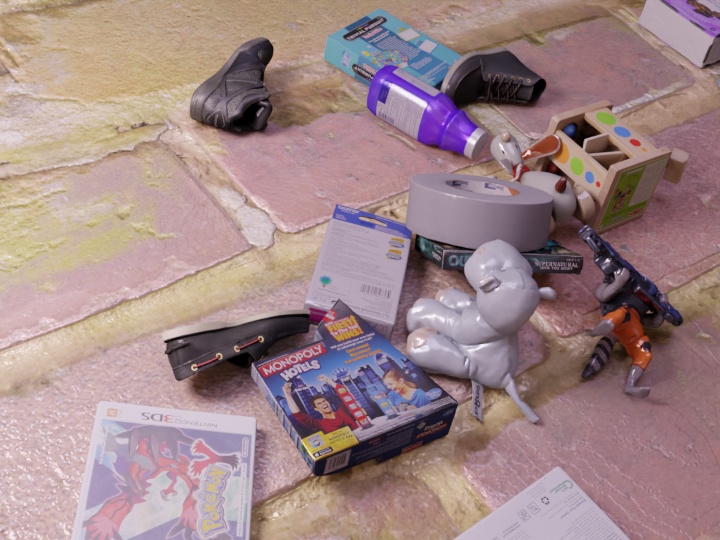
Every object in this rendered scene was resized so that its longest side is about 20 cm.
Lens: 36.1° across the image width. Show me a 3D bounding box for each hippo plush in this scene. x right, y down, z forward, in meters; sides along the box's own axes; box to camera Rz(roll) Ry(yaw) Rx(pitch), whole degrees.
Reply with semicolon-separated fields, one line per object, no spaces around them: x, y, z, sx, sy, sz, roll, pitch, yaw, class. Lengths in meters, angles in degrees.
0.143;0.055;1.350;0.156;0.162;0.202;3;43;-13;hippo plush

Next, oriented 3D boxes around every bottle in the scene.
0.104;-0.240;1.708;0.198;0.084;0.065;33;45;20;bottle

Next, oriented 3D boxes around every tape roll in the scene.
0.161;-0.081;1.504;0.196;0.067;0.201;6;15;-2;tape roll

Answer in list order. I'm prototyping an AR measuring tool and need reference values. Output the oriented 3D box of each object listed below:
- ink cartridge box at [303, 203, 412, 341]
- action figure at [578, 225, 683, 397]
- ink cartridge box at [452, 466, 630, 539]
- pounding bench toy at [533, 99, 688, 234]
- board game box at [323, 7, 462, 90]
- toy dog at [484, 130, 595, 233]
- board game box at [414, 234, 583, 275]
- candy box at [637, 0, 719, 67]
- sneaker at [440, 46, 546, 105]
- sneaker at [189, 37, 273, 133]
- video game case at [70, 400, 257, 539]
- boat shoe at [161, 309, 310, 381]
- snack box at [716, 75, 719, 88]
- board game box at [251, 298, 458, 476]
0.000;0.000;1.459;0.117;0.042;0.202;14;45;0;ink cartridge box
0.328;0.046;1.455;0.200;0.104;0.194;44;35;-13;action figure
0.212;0.329;1.170;0.195;0.044;0.200;-23;57;-35;ink cartridge box
0.382;-0.171;1.683;0.198;0.126;0.156;-19;51;-32;pounding bench toy
0.061;-0.350;1.839;0.199;0.047;0.151;34;46;20;board game box
0.253;-0.141;1.607;0.199;0.097;0.132;33;61;26;toy dog
0.185;-0.024;1.497;0.196;0.029;0.135;2;12;-14;board game box
0.664;-0.484;2.132;0.198;0.072;0.168;-23;54;-33;candy box
0.221;-0.307;1.816;0.106;0.076;0.199;36;45;26;sneaker
-0.164;-0.275;1.679;0.113;0.077;0.200;26;47;9;sneaker
-0.203;0.229;1.172;0.179;0.023;0.202;7;43;-8;video game case
-0.141;0.085;1.316;0.199;0.073;0.064;-11;83;-39;boat shoe
0.764;-0.397;1.996;0.197;0.170;0.068;-9;45;-25;snack box
-0.022;0.133;1.296;0.197;0.062;0.201;-16;50;-29;board game box
